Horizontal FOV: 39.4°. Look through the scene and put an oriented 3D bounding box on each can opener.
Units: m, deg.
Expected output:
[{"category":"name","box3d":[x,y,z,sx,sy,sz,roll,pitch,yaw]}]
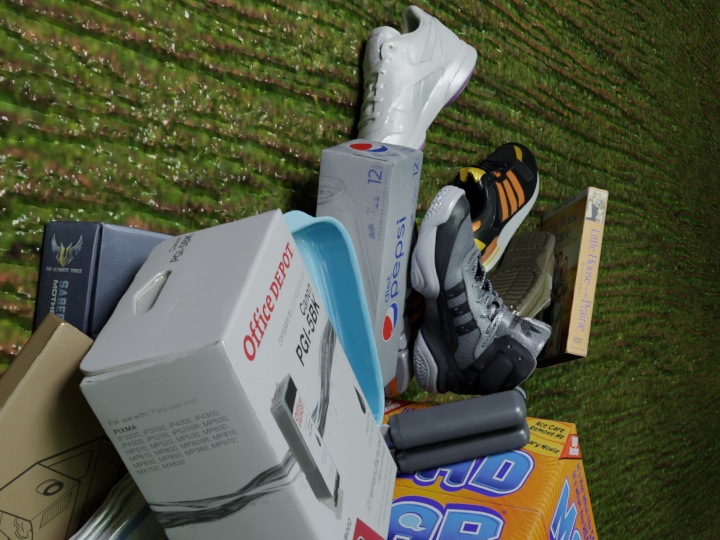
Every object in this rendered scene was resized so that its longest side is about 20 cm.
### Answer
[{"category":"can opener","box3d":[0.044,0.153,0.829,0.067,0.197,0.054,-97,174,-55]}]

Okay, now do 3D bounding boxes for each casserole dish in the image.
[{"category":"casserole dish","box3d":[-0.043,0.056,0.698,0.121,0.038,0.202,-32,118,-43]}]

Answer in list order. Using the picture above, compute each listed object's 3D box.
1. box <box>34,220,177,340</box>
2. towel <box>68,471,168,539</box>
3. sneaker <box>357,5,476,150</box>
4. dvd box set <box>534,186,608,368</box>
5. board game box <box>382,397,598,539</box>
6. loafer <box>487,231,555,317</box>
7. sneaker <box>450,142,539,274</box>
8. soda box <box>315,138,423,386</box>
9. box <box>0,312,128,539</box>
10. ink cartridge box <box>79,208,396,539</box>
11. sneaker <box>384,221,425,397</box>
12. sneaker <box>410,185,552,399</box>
[{"category":"box","box3d":[-0.125,0.059,0.664,0.199,0.050,0.160,13,81,-59]},{"category":"towel","box3d":[-0.137,0.200,0.601,0.147,0.024,0.201,-49,153,-26]},{"category":"sneaker","box3d":[0.024,-0.152,0.898,0.099,0.075,0.201,42,60,-16]},{"category":"dvd box set","box3d":[0.248,0.013,1.228,0.146,0.029,0.203,141,-39,-74]},{"category":"board game box","box3d":[0.082,0.263,0.887,0.200,0.198,0.202,-54,137,-42]},{"category":"loafer","box3d":[0.188,0.026,1.166,0.200,0.075,0.068,-49,130,-47]},{"category":"sneaker","box3d":[0.137,-0.087,1.074,0.201,0.069,0.091,-59,143,-35]},{"category":"soda box","box3d":[0.000,0.000,0.816,0.068,0.063,0.203,-33,132,-61]},{"category":"box","box3d":[-0.174,0.138,0.537,0.201,0.021,0.164,-55,149,-10]},{"category":"ink cartridge box","box3d":[-0.055,0.090,0.562,0.147,0.082,0.202,-76,147,-59]},{"category":"sneaker","box3d":[0.033,0.004,0.914,0.112,0.077,0.202,-46,143,-53]},{"category":"sneaker","box3d":[0.106,0.027,0.849,0.076,0.113,0.202,-48,145,-50]}]
